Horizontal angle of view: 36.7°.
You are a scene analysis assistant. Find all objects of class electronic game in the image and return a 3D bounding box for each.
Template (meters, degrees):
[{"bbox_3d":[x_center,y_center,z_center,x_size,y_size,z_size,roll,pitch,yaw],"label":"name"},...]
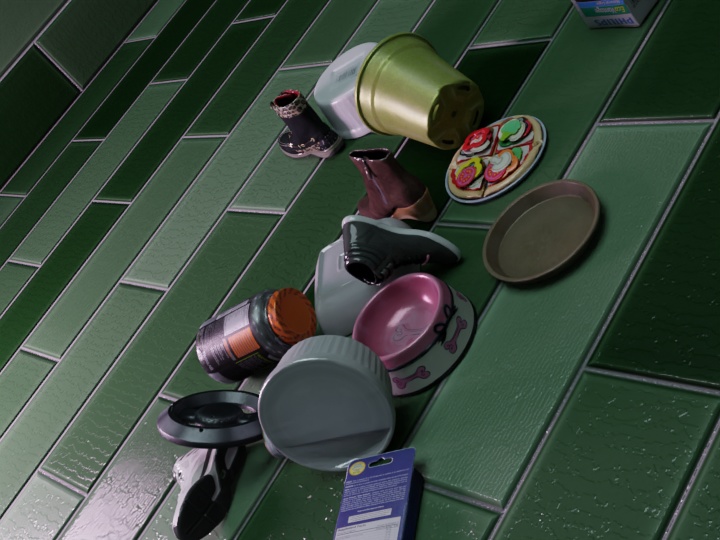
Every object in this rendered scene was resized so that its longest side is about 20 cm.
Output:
[{"bbox_3d":[-0.226,0.239,1.740,0.198,0.042,0.200,0,16,0],"label":"electronic game"}]

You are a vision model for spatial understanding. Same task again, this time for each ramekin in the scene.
[{"bbox_3d":[-0.043,0.185,1.568,0.202,0.203,0.094,-27,23,22],"label":"ramekin"},{"bbox_3d":[-0.001,-0.378,2.250,0.200,0.098,0.201,-28,35,22],"label":"ramekin"}]

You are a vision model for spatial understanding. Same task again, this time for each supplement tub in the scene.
[{"bbox_3d":[-0.175,0.107,1.834,0.199,0.122,0.123,-26,35,37],"label":"supplement tub"}]

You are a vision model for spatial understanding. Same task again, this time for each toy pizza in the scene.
[{"bbox_3d":[0.226,-0.198,1.859,0.199,0.032,0.201,-28,35,22],"label":"toy pizza"}]

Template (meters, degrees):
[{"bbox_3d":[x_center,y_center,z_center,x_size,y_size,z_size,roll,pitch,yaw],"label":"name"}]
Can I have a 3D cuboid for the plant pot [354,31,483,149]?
[{"bbox_3d":[0.120,-0.313,1.983,0.200,0.201,0.184,-47,44,-7],"label":"plant pot"}]

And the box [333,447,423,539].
[{"bbox_3d":[0.021,0.338,1.462,0.121,0.032,0.201,-19,41,32],"label":"box"}]

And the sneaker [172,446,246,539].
[{"bbox_3d":[-0.262,0.353,1.729,0.115,0.076,0.201,-24,28,40],"label":"sneaker"}]

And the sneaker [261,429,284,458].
[{"bbox_3d":[-0.082,0.197,1.700,0.108,0.070,0.201,-20,36,34],"label":"sneaker"}]

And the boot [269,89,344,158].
[{"bbox_3d":[-0.137,-0.309,2.262,0.203,0.154,0.074,13,61,52],"label":"boot"}]

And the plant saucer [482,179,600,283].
[{"bbox_3d":[0.276,-0.055,1.644,0.199,0.029,0.201,-27,36,22],"label":"plant saucer"}]

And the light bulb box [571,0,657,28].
[{"bbox_3d":[0.443,-0.562,1.888,0.199,0.200,0.125,-53,32,-15],"label":"light bulb box"}]

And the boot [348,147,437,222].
[{"bbox_3d":[0.031,-0.153,1.891,0.199,0.166,0.073,7,56,50],"label":"boot"}]

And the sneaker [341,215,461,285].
[{"bbox_3d":[0.060,-0.015,1.722,0.071,0.199,0.100,120,161,-61],"label":"sneaker"}]

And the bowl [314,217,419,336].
[{"bbox_3d":[0.000,0.000,1.837,0.199,0.075,0.201,-27,34,22],"label":"bowl"}]

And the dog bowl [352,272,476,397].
[{"bbox_3d":[0.073,0.089,1.654,0.199,0.074,0.201,-28,35,22],"label":"dog bowl"}]
